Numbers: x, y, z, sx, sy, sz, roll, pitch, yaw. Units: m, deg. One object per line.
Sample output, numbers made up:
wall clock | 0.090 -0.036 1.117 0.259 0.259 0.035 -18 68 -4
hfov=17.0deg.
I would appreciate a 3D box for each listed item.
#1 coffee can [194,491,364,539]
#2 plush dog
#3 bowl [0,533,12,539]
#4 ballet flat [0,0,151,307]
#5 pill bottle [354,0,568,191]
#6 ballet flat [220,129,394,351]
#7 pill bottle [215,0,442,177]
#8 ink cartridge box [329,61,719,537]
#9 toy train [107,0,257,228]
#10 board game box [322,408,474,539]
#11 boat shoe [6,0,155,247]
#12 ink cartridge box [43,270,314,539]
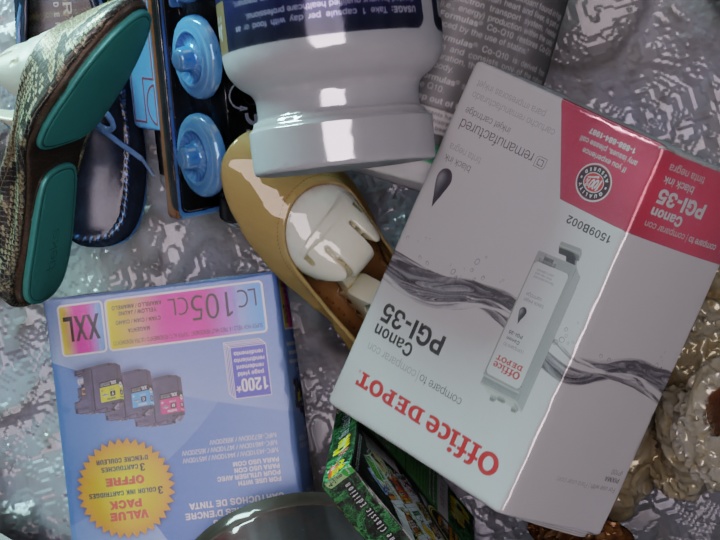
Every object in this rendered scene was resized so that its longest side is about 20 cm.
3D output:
coffee can | -0.017 0.233 1.239 0.146 0.200 0.147 -6 125 -9
plush dog | 0.146 0.070 1.309 0.171 0.160 0.201 -26 59 10
bowl | -0.216 0.255 1.331 0.200 0.075 0.200 33 115 4
ballet flat | -0.178 -0.074 1.314 0.075 0.068 0.201 33 120 20
pill bottle | 0.055 -0.143 1.328 0.113 0.113 0.201 17 91 5
ballet flat | 0.000 0.000 1.310 0.069 0.063 0.200 -49 123 -15
pill bottle | -0.018 -0.151 1.232 0.115 0.116 0.201 -6 89 5
ink cartridge box | 0.090 0.015 1.235 0.146 0.083 0.201 30 99 44
toy train | -0.084 -0.124 1.336 0.086 0.114 0.201 -13 105 -31
board game box | 0.023 0.124 1.275 0.023 0.200 0.105 -41 95 7
boat shoe | -0.172 -0.111 1.369 0.084 0.069 0.201 -15 88 4
ink cartridge box | -0.096 0.107 1.357 0.136 0.076 0.201 -7 90 5
